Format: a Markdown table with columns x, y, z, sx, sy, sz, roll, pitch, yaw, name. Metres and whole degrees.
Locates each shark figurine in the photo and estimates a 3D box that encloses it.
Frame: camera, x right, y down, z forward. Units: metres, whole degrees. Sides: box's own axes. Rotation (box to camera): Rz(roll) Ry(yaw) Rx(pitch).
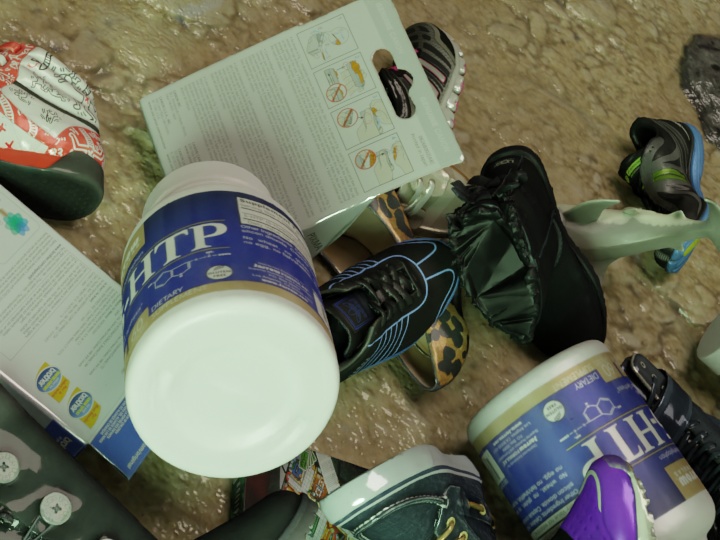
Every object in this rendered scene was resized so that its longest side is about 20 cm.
| x | y | z | sx | sy | sz | roll | pitch | yaw | name |
| --- | --- | --- | --- | --- | --- | --- | --- | --- | --- |
| 0.221 | -0.016 | 1.234 | 0.128 | 0.213 | 0.090 | 9 | 86 | -71 | shark figurine |

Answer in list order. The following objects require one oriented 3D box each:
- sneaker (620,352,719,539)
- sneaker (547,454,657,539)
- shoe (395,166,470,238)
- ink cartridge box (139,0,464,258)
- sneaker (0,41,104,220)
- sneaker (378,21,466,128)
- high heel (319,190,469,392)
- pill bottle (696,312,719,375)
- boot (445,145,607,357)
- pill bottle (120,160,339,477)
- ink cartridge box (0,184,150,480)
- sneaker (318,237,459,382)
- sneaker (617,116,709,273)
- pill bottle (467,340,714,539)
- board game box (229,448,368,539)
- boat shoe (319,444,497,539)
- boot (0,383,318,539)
| x | y | z | sx | sy | sz | roll | pitch | yaw | name |
| --- | --- | --- | --- | --- | --- | --- | --- | --- | --- |
| 0.242 | 0.144 | 1.091 | 0.146 | 0.077 | 0.202 | 37 | 12 | -15 | sneaker |
| 0.119 | 0.211 | 0.903 | 0.099 | 0.202 | 0.070 | 9 | 7 | -10 | sneaker |
| 0.005 | -0.070 | 1.124 | 0.199 | 0.070 | 0.053 | 22 | 24 | -10 | shoe |
| -0.043 | -0.092 | 1.030 | 0.199 | 0.050 | 0.163 | -23 | 63 | 0 | ink cartridge box |
| -0.262 | -0.108 | 0.948 | 0.200 | 0.067 | 0.108 | 18 | 44 | -31 | sneaker |
| 0.032 | -0.149 | 1.213 | 0.087 | 0.074 | 0.201 | 30 | 46 | -24 | sneaker |
| 0.000 | 0.000 | 1.061 | 0.199 | 0.071 | 0.143 | 29 | 40 | -24 | high heel |
| 0.394 | 0.107 | 1.255 | 0.200 | 0.111 | 0.112 | 40 | 40 | -3 | pill bottle |
| 0.127 | 0.007 | 1.087 | 0.163 | 0.073 | 0.199 | -60 | 130 | -66 | boot |
| -0.084 | 0.018 | 0.866 | 0.119 | 0.120 | 0.200 | 23 | 23 | -22 | pill bottle |
| -0.198 | 0.036 | 0.889 | 0.200 | 0.042 | 0.120 | 39 | 40 | -6 | ink cartridge box |
| 0.003 | 0.031 | 0.987 | 0.200 | 0.078 | 0.070 | -36 | 85 | -30 | sneaker |
| 0.283 | -0.073 | 1.367 | 0.082 | 0.071 | 0.200 | 16 | 44 | -8 | sneaker |
| 0.175 | 0.162 | 1.012 | 0.119 | 0.120 | 0.201 | -17 | 67 | -46 | pill bottle |
| -0.034 | 0.200 | 0.894 | 0.104 | 0.023 | 0.201 | 23 | 44 | -23 | board game box |
| 0.047 | 0.166 | 0.909 | 0.091 | 0.071 | 0.200 | 62 | 17 | 17 | boat shoe |
| -0.141 | 0.134 | 0.815 | 0.200 | 0.066 | 0.165 | 37 | 52 | 1 | boot |
